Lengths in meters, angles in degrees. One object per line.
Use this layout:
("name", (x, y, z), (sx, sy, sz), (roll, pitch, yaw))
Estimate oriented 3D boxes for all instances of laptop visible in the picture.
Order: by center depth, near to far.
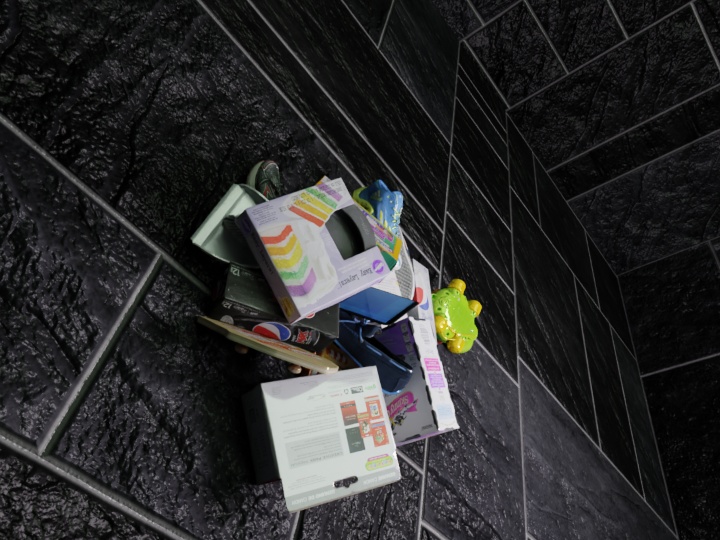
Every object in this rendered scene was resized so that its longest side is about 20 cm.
("laptop", (0.000, 0.000, 1.058), (0.177, 0.103, 0.201), (-23, 92, -67))

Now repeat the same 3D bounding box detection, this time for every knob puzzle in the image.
("knob puzzle", (-0.118, 0.123, 0.863), (0.219, 0.219, 0.031), (26, 82, -45))

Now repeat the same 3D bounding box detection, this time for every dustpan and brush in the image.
("dustpan and brush", (-0.147, -0.038, 0.945), (0.200, 0.057, 0.140), (42, 57, -19))

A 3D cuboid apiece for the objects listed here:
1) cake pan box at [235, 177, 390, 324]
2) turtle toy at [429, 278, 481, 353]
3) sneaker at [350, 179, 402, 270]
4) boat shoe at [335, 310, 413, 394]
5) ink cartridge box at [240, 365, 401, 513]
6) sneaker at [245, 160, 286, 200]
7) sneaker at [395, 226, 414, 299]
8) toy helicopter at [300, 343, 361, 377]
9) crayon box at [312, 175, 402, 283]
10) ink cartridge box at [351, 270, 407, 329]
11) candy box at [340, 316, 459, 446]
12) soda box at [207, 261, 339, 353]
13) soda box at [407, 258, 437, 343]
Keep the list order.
("cake pan box", (-0.067, -0.037, 0.938), (0.200, 0.052, 0.185), (-23, 85, -36))
("turtle toy", (0.213, 0.123, 1.411), (0.200, 0.101, 0.146), (49, 57, -27))
("sneaker", (0.051, -0.103, 1.216), (0.076, 0.105, 0.200), (8, 48, -56))
("boat shoe", (0.014, 0.119, 1.023), (0.200, 0.069, 0.084), (44, 20, 9))
("ink cartridge box", (-0.056, 0.247, 0.879), (0.199, 0.084, 0.176), (-2, 68, -34))
("sneaker", (-0.154, -0.116, 1.059), (0.081, 0.074, 0.201), (39, 36, -49))
("sneaker", (0.080, -0.005, 1.325), (0.079, 0.078, 0.201), (48, 36, -79))
("toy helicopter", (-0.065, 0.145, 1.032), (0.132, 0.079, 0.201), (3, 54, -45))
("crayon box", (-0.018, -0.077, 1.078), (0.200, 0.058, 0.119), (40, 21, -6))
("ink cartridge box", (0.027, 0.049, 1.222), (0.117, 0.067, 0.201), (13, 56, -53))
("candy box", (0.066, 0.206, 1.067), (0.071, 0.167, 0.201), (12, 58, -51))
("soda box", (-0.132, 0.062, 0.935), (0.199, 0.063, 0.071), (23, 47, -26))
("soda box", (0.118, 0.078, 1.336), (0.063, 0.068, 0.201), (32, 44, -40))
